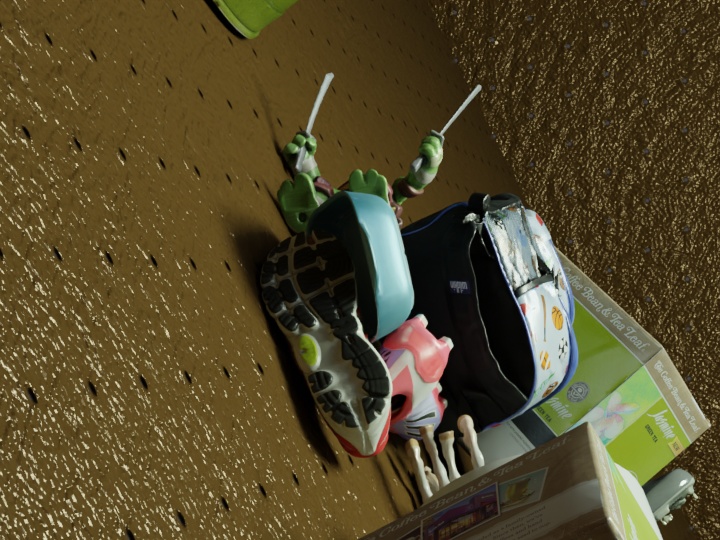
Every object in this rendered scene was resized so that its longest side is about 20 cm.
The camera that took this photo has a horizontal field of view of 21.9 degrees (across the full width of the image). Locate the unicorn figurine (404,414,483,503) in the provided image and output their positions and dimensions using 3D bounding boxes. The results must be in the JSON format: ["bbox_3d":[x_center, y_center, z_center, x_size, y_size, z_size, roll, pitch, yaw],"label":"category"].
[{"bbox_3d":[0.077,0.195,1.525,0.200,0.073,0.139,42,33,-75],"label":"unicorn figurine"}]

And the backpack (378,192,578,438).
[{"bbox_3d":[0.100,0.044,1.653,0.153,0.199,0.192,-11,80,-45],"label":"backpack"}]

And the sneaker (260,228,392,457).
[{"bbox_3d":[-0.026,0.059,1.448,0.085,0.076,0.201,79,-5,-55],"label":"sneaker"}]

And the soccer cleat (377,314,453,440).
[{"bbox_3d":[0.032,0.103,1.554,0.067,0.076,0.200,43,-20,14],"label":"soccer cleat"}]

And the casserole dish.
[{"bbox_3d":[0.000,0.000,1.508,0.200,0.038,0.123,149,-72,-75],"label":"casserole dish"}]

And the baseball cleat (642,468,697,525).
[{"bbox_3d":[0.219,0.231,1.775,0.107,0.200,0.070,54,14,16],"label":"baseball cleat"}]

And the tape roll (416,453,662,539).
[{"bbox_3d":[0.127,0.226,1.368,0.203,0.201,0.071,52,14,-42],"label":"tape roll"}]

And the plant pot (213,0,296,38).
[{"bbox_3d":[-0.073,-0.363,1.825,0.201,0.192,0.201,58,12,-21],"label":"plant pot"}]

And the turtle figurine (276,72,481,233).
[{"bbox_3d":[-0.004,-0.104,1.712,0.143,0.201,0.194,28,15,6],"label":"turtle figurine"}]

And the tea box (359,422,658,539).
[{"bbox_3d":[0.113,0.245,1.217,0.198,0.199,0.134,57,13,-18],"label":"tea box"}]

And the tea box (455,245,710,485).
[{"bbox_3d":[0.184,0.120,1.759,0.134,0.196,0.200,51,-1,-40],"label":"tea box"}]
